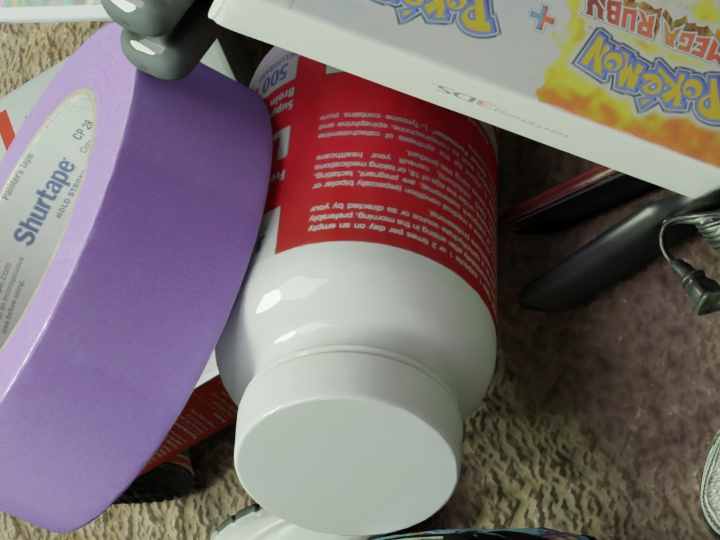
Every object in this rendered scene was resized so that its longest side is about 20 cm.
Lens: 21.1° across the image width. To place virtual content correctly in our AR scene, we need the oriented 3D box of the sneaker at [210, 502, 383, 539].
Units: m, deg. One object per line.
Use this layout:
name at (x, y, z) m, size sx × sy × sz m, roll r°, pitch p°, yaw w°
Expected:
sneaker at (-0.040, 0.157, 0.879) m, size 0.200 × 0.074 × 0.088 m, roll -45°, pitch 67°, yaw 37°

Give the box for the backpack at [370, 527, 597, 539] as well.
backpack at (0.001, 0.166, 0.708) m, size 0.199 × 0.182 × 0.136 m, roll -18°, pitch 82°, yaw 34°

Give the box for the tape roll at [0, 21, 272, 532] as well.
tape roll at (-0.114, 0.002, 0.795) m, size 0.200 × 0.065 × 0.201 m, roll -48°, pitch 28°, yaw 36°

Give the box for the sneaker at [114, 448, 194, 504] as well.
sneaker at (-0.158, 0.070, 1.001) m, size 0.199 × 0.070 × 0.094 m, roll -8°, pitch 69°, yaw 40°

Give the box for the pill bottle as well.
pill bottle at (0.000, 0.000, 0.777) m, size 0.112 × 0.112 × 0.201 m, roll -35°, pitch 34°, yaw 34°

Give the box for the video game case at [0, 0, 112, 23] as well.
video game case at (-0.111, -0.178, 0.816) m, size 0.198 × 0.018 × 0.145 m, roll 0°, pitch 95°, yaw 13°

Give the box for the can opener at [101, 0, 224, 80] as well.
can opener at (-0.017, -0.153, 0.740) m, size 0.066 × 0.053 × 0.201 m, roll 24°, pitch 66°, yaw 24°

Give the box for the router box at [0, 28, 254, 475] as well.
router box at (-0.112, -0.012, 0.930) m, size 0.178 × 0.049 × 0.201 m, roll -29°, pitch 61°, yaw 9°

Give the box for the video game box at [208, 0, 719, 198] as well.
video game box at (0.065, -0.145, 0.712) m, size 0.047 × 0.198 × 0.184 m, roll 151°, pitch 137°, yaw -76°

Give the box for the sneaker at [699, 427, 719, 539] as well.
sneaker at (0.177, 0.017, 0.672) m, size 0.078 × 0.085 × 0.201 m, roll 48°, pitch 116°, yaw 37°

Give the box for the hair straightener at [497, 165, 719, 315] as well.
hair straightener at (0.142, -0.020, 0.750) m, size 0.199 × 0.041 × 0.078 m, roll -24°, pitch 67°, yaw 34°
